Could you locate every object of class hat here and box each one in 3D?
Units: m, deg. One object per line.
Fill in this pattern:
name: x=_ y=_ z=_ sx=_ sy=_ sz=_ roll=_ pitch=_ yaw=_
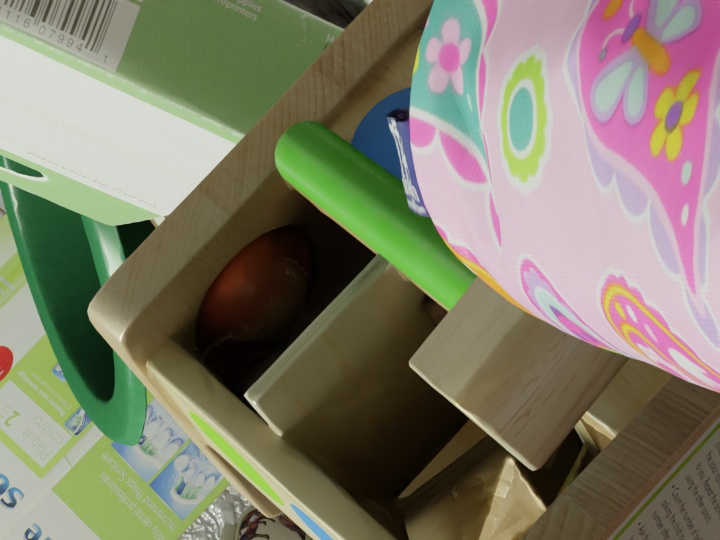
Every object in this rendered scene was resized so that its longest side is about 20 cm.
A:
hat: x=-0.037 y=-0.031 z=1.117 sx=0.166 sy=0.175 sz=0.201 roll=-125 pitch=23 yaw=-46

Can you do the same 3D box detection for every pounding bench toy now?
pounding bench toy: x=0.022 y=0.008 z=0.676 sx=0.156 sy=0.124 sz=0.200 roll=40 pitch=171 yaw=30

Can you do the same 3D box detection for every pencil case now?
pencil case: x=-0.070 y=0.284 z=2.825 sx=0.089 sy=0.078 sz=0.200 roll=19 pitch=164 yaw=18
pencil case: x=0.069 y=-0.023 z=0.423 sx=0.087 sy=0.087 sz=0.200 roll=46 pitch=173 yaw=-18

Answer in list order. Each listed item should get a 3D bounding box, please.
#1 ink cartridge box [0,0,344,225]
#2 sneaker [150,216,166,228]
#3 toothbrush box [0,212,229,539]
ink cartridge box: x=-0.093 y=-0.063 z=0.873 sx=0.145 sy=0.048 sz=0.200 roll=23 pitch=170 yaw=-24
sneaker: x=0.000 y=0.000 z=1.015 sx=0.090 sy=0.067 sz=0.200 roll=8 pitch=143 yaw=55
toothbrush box: x=-0.114 y=0.040 z=1.276 sx=0.146 sy=0.200 sz=0.086 roll=37 pitch=171 yaw=43
